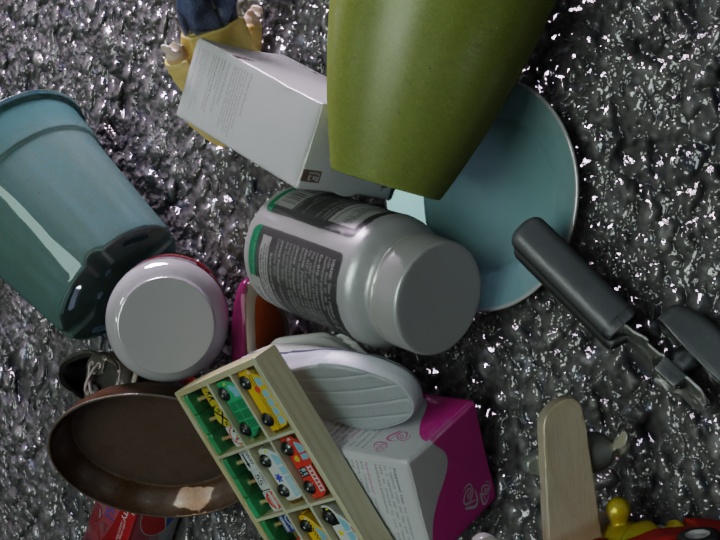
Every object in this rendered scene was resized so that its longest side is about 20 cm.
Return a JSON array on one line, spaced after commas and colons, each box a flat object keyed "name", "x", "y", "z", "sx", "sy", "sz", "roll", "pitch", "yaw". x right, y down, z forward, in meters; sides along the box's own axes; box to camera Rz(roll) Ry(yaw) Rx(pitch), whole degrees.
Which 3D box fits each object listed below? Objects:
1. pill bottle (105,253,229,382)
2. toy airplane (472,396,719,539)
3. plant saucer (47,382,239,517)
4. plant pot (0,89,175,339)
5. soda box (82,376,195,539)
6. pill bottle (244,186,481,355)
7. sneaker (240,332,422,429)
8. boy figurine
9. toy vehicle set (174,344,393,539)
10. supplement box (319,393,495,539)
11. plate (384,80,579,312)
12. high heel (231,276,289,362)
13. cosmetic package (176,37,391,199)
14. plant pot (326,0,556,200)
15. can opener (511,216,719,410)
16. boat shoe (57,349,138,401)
[{"name": "pill bottle", "x": -0.179, "y": 0.044, "z": 1.295, "sx": 0.200, "sy": 0.112, "sz": 0.114, "roll": -155, "pitch": 68, "yaw": -83}, {"name": "toy airplane", "x": 0.172, "y": 0.223, "z": 1.049, "sx": 0.199, "sy": 0.141, "sz": 0.200, "roll": 35, "pitch": 100, "yaw": 0}, {"name": "plant saucer", "x": -0.190, "y": 0.164, "z": 1.302, "sx": 0.200, "sy": 0.200, "sz": 0.035, "roll": -35, "pitch": 35, "yaw": 34}, {"name": "plant pot", "x": -0.305, "y": -0.046, "z": 1.426, "sx": 0.196, "sy": 0.200, "sz": 0.201, "roll": 43, "pitch": 116, "yaw": 22}, {"name": "soda box", "x": -0.213, "y": 0.203, "z": 1.416, "sx": 0.063, "sy": 0.070, "sz": 0.201, "roll": 32, "pitch": 110, "yaw": 36}, {"name": "pill bottle", "x": 0.000, "y": 0.000, "z": 1.177, "sx": 0.200, "sy": 0.113, "sz": 0.114, "roll": 21, "pitch": 104, "yaw": 48}, {"name": "sneaker", "x": -0.023, "y": 0.082, "z": 1.174, "sx": 0.199, "sy": 0.071, "sz": 0.073, "roll": 4, "pitch": 127, "yaw": 40}, {"name": "boy figurine", "x": -0.139, "y": -0.213, "z": 1.329, "sx": 0.064, "sy": 0.124, "sz": 0.201, "roll": 28, "pitch": 138, "yaw": 31}, {"name": "toy vehicle set", "x": -0.064, "y": 0.167, "z": 1.161, "sx": 0.124, "sy": 0.026, "sz": 0.201, "roll": -27, "pitch": 96, "yaw": 47}, {"name": "supplement box", "x": 0.002, "y": 0.165, "z": 1.197, "sx": 0.199, "sy": 0.101, "sz": 0.104, "roll": 4, "pitch": 118, "yaw": 41}, {"name": "plate", "x": 0.104, "y": -0.065, "z": 1.178, "sx": 0.199, "sy": 0.026, "sz": 0.201, "roll": 0, "pitch": 90, "yaw": 41}, {"name": "high heel", "x": -0.117, "y": 0.090, "z": 1.301, "sx": 0.096, "sy": 0.067, "sz": 0.201, "roll": 13, "pitch": 122, "yaw": 31}, {"name": "cosmetic package", "x": -0.062, "y": -0.136, "z": 1.246, "sx": 0.200, "sy": 0.113, "sz": 0.082, "roll": 30, "pitch": 109, "yaw": 42}, {"name": "plant pot", "x": 0.047, "y": -0.164, "z": 1.106, "sx": 0.187, "sy": 0.187, "sz": 0.201, "roll": 21, "pitch": 97, "yaw": 38}, {"name": "can opener", "x": 0.205, "y": 0.026, "z": 1.073, "sx": 0.067, "sy": 0.053, "sz": 0.200, "roll": -42, "pitch": 70, "yaw": -4}, {"name": "boat shoe", "x": -0.269, "y": 0.114, "z": 1.412, "sx": 0.200, "sy": 0.057, "sz": 0.067, "roll": 172, "pitch": 111, "yaw": -71}]
